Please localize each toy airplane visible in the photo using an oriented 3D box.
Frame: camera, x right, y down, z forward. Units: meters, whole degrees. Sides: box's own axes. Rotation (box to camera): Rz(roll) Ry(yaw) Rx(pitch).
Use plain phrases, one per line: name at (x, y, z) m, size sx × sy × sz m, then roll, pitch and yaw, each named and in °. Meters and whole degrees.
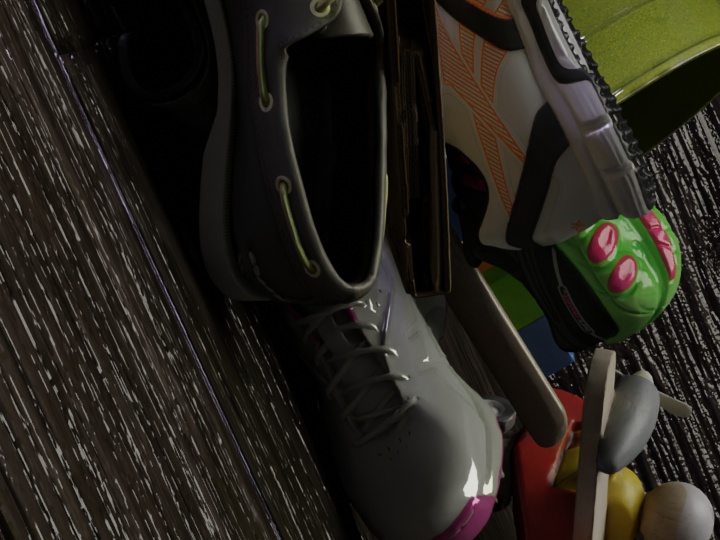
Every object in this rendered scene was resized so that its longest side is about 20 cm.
toy airplane at (0.139, 0.153, 1.510) m, size 0.200 × 0.141 × 0.199 m, roll 109°, pitch -21°, yaw -77°

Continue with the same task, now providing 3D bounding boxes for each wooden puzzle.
wooden puzzle at (0.051, -0.022, 1.271) m, size 0.185 × 0.046 × 0.200 m, roll 57°, pitch 5°, yaw -12°

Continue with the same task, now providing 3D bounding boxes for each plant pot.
plant pot at (0.082, -0.144, 1.428) m, size 0.193 × 0.200 × 0.200 m, roll 56°, pitch 3°, yaw 10°

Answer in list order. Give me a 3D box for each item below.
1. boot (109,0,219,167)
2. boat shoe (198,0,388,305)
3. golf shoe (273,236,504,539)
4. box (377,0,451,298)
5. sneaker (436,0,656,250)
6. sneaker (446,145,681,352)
boot at (-0.063, -0.104, 1.073) m, size 0.131 × 0.068 × 0.200 m, roll 54°, pitch 10°, yaw -40°
boat shoe at (-0.020, -0.087, 0.968) m, size 0.072 × 0.060 × 0.202 m, roll -8°, pitch 101°, yaw -51°
golf shoe at (0.000, 0.040, 1.093) m, size 0.092 × 0.075 × 0.200 m, roll 42°, pitch 18°, yaw -37°
box at (0.004, -0.110, 1.074) m, size 0.200 × 0.021 × 0.164 m, roll -108°, pitch -169°, yaw -54°
sneaker at (0.046, -0.100, 1.070) m, size 0.200 × 0.080 × 0.074 m, roll 65°, pitch 13°, yaw 5°
sneaker at (0.059, -0.047, 1.153) m, size 0.077 × 0.084 × 0.200 m, roll -14°, pitch 65°, yaw -41°
